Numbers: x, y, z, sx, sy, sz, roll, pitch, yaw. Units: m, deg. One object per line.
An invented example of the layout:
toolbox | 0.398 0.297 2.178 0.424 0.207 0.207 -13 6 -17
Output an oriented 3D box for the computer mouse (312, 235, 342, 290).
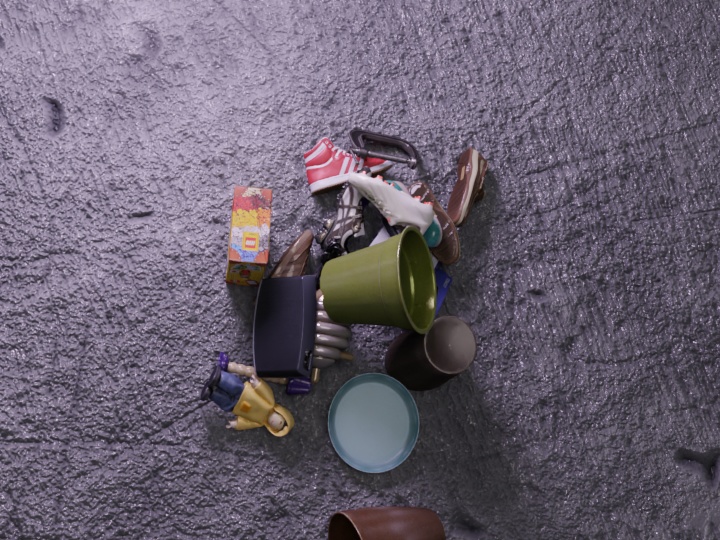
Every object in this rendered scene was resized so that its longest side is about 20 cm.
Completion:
computer mouse | 0.000 0.000 1.677 0.196 0.140 0.053 15 35 -13

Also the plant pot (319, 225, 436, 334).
plant pot | 0.028 0.031 1.511 0.186 0.199 0.205 -9 76 25

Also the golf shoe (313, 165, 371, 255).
golf shoe | -0.015 -0.124 1.679 0.094 0.078 0.202 33 106 9

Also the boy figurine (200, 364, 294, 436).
boy figurine | -0.224 0.274 1.567 0.198 0.065 0.125 33 102 -14

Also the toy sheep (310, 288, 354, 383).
toy sheep | -0.076 0.130 1.612 0.135 0.138 0.205 8 76 -10

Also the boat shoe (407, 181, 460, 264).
boat shoe | 0.170 -0.102 1.741 0.070 0.076 0.204 -24 74 7

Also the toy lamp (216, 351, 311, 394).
toy lamp | -0.197 0.215 1.603 0.195 0.058 0.060 13 74 -6

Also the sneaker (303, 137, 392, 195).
sneaker | -0.031 -0.248 1.738 0.196 0.071 0.115 -17 84 -13

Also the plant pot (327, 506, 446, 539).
plant pot | 0.063 0.540 1.532 0.196 0.186 0.191 -9 78 -28

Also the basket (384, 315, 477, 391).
basket | 0.155 0.168 1.612 0.176 0.200 0.139 -13 79 -14

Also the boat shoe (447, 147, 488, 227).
boat shoe | 0.254 -0.182 1.775 0.074 0.074 0.206 27 64 -20

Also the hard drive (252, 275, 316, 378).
hard drive | -0.155 0.109 1.557 0.132 0.042 0.205 -3 76 23

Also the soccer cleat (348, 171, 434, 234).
soccer cleat | 0.059 -0.138 1.610 0.197 0.069 0.079 25 88 -7

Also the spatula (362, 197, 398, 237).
spatula | 0.040 -0.121 1.671 0.020 0.057 0.201 1 41 -39

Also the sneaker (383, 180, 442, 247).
sneaker | 0.094 -0.121 1.688 0.079 0.072 0.201 -3 42 -45

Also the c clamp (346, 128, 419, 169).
c clamp | 0.050 -0.260 1.729 0.196 0.027 0.172 4 35 -26

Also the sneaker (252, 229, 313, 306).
sneaker | -0.147 0.011 1.662 0.075 0.070 0.202 37 80 -12

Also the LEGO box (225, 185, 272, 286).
LEGO box | -0.228 -0.065 1.586 0.075 0.200 0.153 5 75 -11

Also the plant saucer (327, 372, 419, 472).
plant saucer | 0.026 0.319 1.640 0.195 0.027 0.205 3 76 -11

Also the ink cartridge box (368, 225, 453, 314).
ink cartridge box | 0.112 -0.014 1.669 0.199 0.044 0.197 37 31 -1
